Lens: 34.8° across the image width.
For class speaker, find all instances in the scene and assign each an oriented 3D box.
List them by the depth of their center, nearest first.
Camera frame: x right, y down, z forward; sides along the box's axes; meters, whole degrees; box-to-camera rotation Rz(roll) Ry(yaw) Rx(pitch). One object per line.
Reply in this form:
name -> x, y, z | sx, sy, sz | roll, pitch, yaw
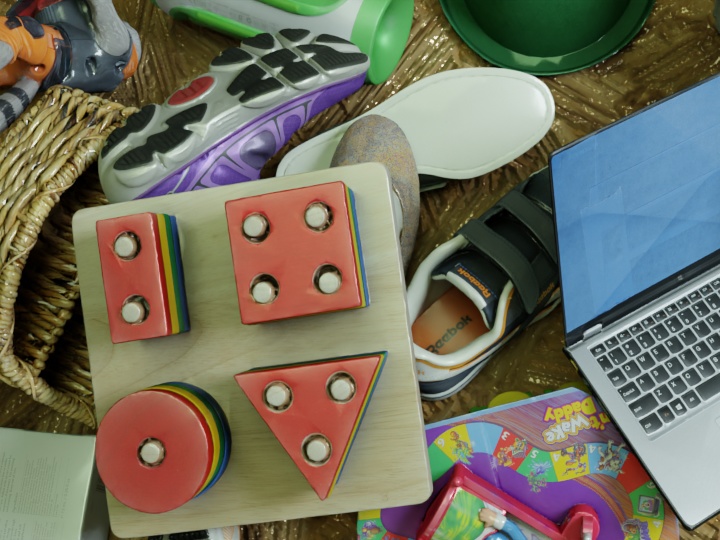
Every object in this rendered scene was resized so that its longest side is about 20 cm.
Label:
speaker -> -0.063, -0.204, 0.847 | 0.197, 0.089, 0.090 | 23, 79, 18

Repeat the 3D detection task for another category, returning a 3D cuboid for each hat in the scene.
hat -> 0.116, -0.259, 0.775 | 0.164, 0.176, 0.202 | -29, 69, 2

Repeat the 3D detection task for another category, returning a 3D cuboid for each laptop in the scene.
laptop -> 0.220, 0.007, 0.671 | 0.185, 0.116, 0.202 | -25, 68, -20

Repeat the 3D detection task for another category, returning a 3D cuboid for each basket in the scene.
basket -> -0.179, -0.008, 0.780 | 0.147, 0.143, 0.202 | 24, 79, 19

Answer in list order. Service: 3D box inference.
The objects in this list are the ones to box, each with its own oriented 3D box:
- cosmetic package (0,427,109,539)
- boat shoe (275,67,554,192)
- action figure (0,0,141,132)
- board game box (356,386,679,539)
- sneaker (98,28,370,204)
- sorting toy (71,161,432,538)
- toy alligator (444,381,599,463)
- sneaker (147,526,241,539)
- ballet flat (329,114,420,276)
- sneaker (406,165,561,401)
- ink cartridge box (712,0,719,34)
cosmetic package -> -0.253, 0.209, 0.778 | 0.148, 0.052, 0.204 | 4, 74, 11
boat shoe -> 0.037, -0.090, 0.799 | 0.197, 0.062, 0.074 | -19, 94, 8
action figure -> -0.242, -0.143, 0.837 | 0.199, 0.192, 0.106 | -29, 88, 45
board game box -> 0.092, 0.164, 0.687 | 0.197, 0.039, 0.161 | -15, 95, 10
sneaker -> -0.080, -0.092, 0.764 | 0.198, 0.084, 0.081 | -32, 45, -14
sorting toy -> -0.070, 0.049, 0.666 | 0.196, 0.070, 0.203 | -8, 88, 8
toy alligator -> 0.093, 0.104, 0.737 | 0.196, 0.060, 0.055 | -10, 29, 10
sneaker -> -0.098, 0.150, 0.753 | 0.073, 0.079, 0.204 | -8, 88, 38
ballet flat -> 0.000, 0.000, 0.746 | 0.067, 0.067, 0.204 | 6, 96, 6
sneaker -> 0.096, -0.001, 0.754 | 0.078, 0.080, 0.201 | 38, 82, 21
ink cartridge box -> 0.308, -0.128, 0.709 | 0.082, 0.146, 0.202 | -23, 70, 3
